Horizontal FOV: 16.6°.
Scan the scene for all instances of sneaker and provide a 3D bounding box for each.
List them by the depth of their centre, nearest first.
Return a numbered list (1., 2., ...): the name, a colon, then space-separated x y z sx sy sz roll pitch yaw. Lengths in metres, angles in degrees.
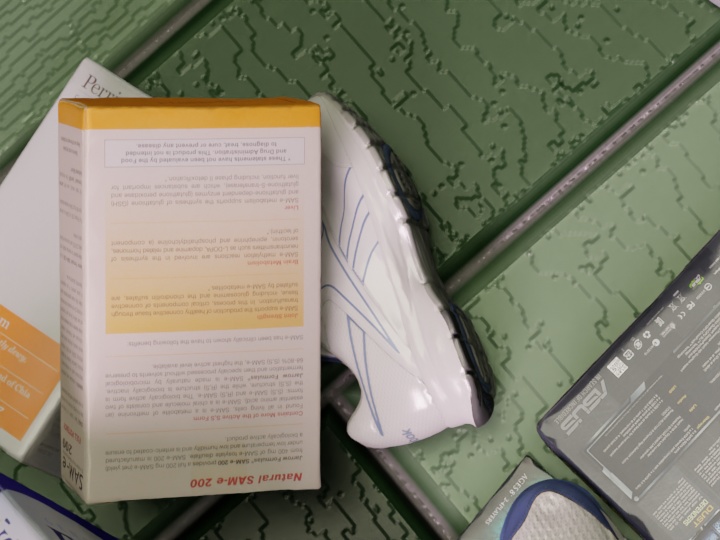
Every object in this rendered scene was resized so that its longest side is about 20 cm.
1. sneaker: 0.098 0.186 1.182 0.075 0.088 0.201 -8 61 11
2. sneaker: 0.000 0.000 1.301 0.087 0.074 0.201 -24 73 12

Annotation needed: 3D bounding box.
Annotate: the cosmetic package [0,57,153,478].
1. cosmetic package: -0.155 -0.001 1.336 0.101 0.071 0.201 31 86 18

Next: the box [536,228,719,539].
1. box: 0.212 0.064 1.246 0.158 0.051 0.200 43 89 18

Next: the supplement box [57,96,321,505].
1. supplement box: -0.088 0.013 1.261 0.125 0.073 0.201 -1 97 -18

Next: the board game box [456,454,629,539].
1. board game box: 0.074 0.214 1.257 0.135 0.028 0.200 39 89 18

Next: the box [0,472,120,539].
1. box: -0.121 0.212 1.197 0.105 0.184 0.200 -49 54 0

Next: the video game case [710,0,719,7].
1. video game case: 0.202 -0.258 1.335 0.182 0.023 0.200 36 88 17
